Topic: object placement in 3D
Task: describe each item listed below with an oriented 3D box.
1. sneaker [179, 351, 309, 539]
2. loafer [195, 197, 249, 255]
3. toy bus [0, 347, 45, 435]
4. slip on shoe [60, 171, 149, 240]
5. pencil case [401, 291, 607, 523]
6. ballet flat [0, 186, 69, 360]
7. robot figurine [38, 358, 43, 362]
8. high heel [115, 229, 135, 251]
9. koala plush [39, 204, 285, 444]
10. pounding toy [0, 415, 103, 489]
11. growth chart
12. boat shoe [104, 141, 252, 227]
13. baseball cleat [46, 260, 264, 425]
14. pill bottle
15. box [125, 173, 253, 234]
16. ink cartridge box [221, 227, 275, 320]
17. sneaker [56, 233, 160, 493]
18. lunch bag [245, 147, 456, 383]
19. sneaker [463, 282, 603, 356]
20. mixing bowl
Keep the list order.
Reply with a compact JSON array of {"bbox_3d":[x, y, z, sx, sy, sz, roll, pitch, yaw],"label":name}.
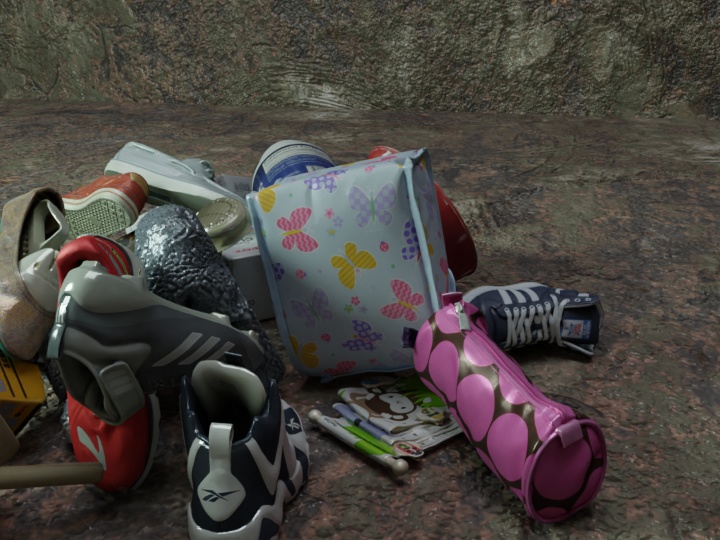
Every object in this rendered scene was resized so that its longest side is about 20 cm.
[{"bbox_3d":[-0.084,0.110,0.600,0.078,0.132,0.199,4,19,10],"label":"sneaker"},{"bbox_3d":[-0.182,-0.021,0.902,0.198,0.069,0.076,-19,28,45],"label":"loafer"},{"bbox_3d":[-0.348,0.060,0.708,0.201,0.065,0.078,52,16,28],"label":"toy bus"},{"bbox_3d":[-0.327,-0.079,0.993,0.198,0.074,0.062,-9,39,43],"label":"slip on shoe"},{"bbox_3d":[0.113,0.101,0.641,0.089,0.095,0.200,-4,27,-25],"label":"pencil case"},{"bbox_3d":[-0.296,-0.010,0.728,0.066,0.068,0.202,-29,48,7],"label":"ballet flat"},{"bbox_3d":[-0.314,0.036,0.848,0.196,0.115,0.170,-7,-18,-18],"label":"robot figurine"},{"bbox_3d":[-0.316,-0.024,1.017,0.141,0.072,0.200,22,55,40],"label":"high heel"},{"bbox_3d":[-0.204,0.055,0.737,0.198,0.185,0.178,-32,48,-8],"label":"koala plush"},{"bbox_3d":[-0.312,0.116,0.523,0.140,0.202,0.184,12,44,34],"label":"pounding toy"},{"bbox_3d":[0.049,0.123,0.737,0.143,0.018,0.198,16,24,41],"label":"growth chart"},{"bbox_3d":[-0.218,-0.112,0.997,0.198,0.070,0.072,20,62,6],"label":"boat shoe"},{"bbox_3d":[-0.152,0.068,0.600,0.069,0.108,0.199,1,-20,36],"label":"baseball cleat"},{"bbox_3d":[-0.069,-0.084,0.936,0.109,0.113,0.201,-5,27,-13],"label":"pill bottle"},{"bbox_3d":[-0.215,-0.081,1.137,0.197,0.037,0.143,-19,-9,31],"label":"box"},{"bbox_3d":[-0.135,-0.013,1.034,0.145,0.087,0.199,-10,20,-27],"label":"ink cartridge box"},{"bbox_3d":[-0.208,0.072,0.617,0.075,0.204,0.085,-10,-7,6],"label":"sneaker"},{"bbox_3d":[0.000,0.000,0.775,0.166,0.204,0.127,-10,11,17],"label":"lunch bag"},{"bbox_3d":[0.179,0.057,0.838,0.107,0.072,0.198,15,19,42],"label":"sneaker"},{"bbox_3d":[0.040,-0.039,0.997,0.108,0.202,0.199,-40,32,-14],"label":"mixing bowl"}]
